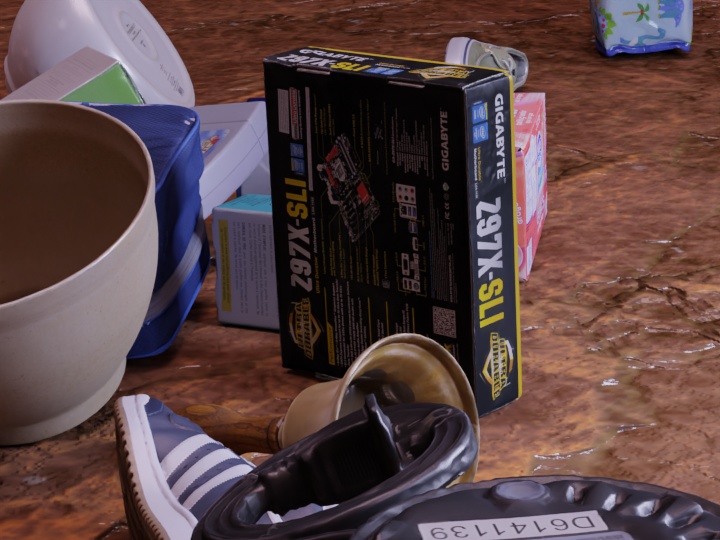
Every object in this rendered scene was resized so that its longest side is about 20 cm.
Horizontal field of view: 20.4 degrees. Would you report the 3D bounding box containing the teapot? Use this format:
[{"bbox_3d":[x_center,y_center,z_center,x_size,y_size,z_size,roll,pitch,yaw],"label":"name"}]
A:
[{"bbox_3d":[-0.258,-0.176,1.848,0.146,0.198,0.200,-35,-28,16],"label":"teapot"}]

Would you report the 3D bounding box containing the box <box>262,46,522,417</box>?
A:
[{"bbox_3d":[0.018,-0.025,1.190,0.159,0.201,0.049,12,23,42],"label":"box"}]

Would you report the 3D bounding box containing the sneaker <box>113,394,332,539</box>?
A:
[{"bbox_3d":[-0.054,0.111,0.957,0.108,0.070,0.200,-11,25,-13],"label":"sneaker"}]

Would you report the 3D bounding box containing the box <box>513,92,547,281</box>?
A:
[{"bbox_3d":[0.087,-0.067,1.505,0.094,0.103,0.200,1,17,9],"label":"box"}]

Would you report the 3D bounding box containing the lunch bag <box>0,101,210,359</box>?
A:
[{"bbox_3d":[-0.176,-0.024,1.330,0.135,0.133,0.200,3,25,9],"label":"lunch bag"}]

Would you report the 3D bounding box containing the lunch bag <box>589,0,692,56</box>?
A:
[{"bbox_3d":[0.319,-0.345,2.316,0.127,0.171,0.200,-3,14,-3],"label":"lunch bag"}]

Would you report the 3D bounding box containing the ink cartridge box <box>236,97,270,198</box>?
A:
[{"bbox_3d":[-0.033,-0.100,1.686,0.136,0.077,0.200,-2,15,1],"label":"ink cartridge box"}]

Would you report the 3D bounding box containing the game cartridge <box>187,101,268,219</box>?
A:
[{"bbox_3d":[-0.154,-0.067,1.517,0.133,0.042,0.200,-6,31,40],"label":"game cartridge"}]

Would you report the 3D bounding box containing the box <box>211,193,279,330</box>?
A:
[{"bbox_3d":[0.000,0.000,1.318,0.199,0.083,0.049,7,17,26],"label":"box"}]

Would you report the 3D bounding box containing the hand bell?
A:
[{"bbox_3d":[-0.045,0.089,1.060,0.200,0.105,0.104,-5,10,45],"label":"hand bell"}]

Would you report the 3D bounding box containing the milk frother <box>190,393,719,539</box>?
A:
[{"bbox_3d":[0.031,0.151,0.599,0.180,0.189,0.200,1,16,8],"label":"milk frother"}]

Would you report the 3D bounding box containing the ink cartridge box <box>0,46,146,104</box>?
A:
[{"bbox_3d":[-0.271,-0.097,1.583,0.200,0.059,0.104,-33,22,-12],"label":"ink cartridge box"}]

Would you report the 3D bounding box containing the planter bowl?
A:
[{"bbox_3d":[-0.205,0.014,1.149,0.199,0.135,0.201,-6,38,4],"label":"planter bowl"}]

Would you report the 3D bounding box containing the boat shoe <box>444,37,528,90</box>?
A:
[{"bbox_3d":[0.128,-0.205,2.033,0.062,0.072,0.200,0,13,14],"label":"boat shoe"}]
